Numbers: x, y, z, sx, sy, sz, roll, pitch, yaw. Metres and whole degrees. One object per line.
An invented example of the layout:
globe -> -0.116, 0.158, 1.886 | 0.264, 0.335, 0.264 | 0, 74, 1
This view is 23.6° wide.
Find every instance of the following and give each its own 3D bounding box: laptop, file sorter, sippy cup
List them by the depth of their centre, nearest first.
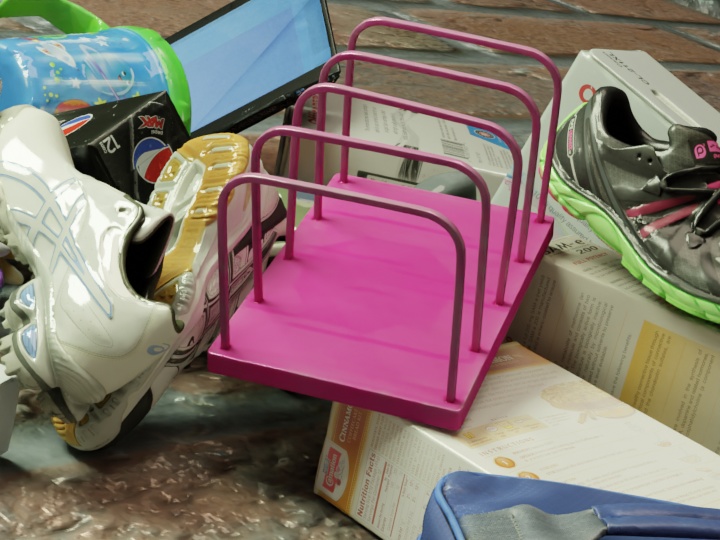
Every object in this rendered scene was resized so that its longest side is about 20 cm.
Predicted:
file sorter -> 0.019, -0.036, 0.924 | 0.138, 0.126, 0.200 | 12, 35, 15
sippy cup -> -0.211, -0.111, 1.225 | 0.130, 0.140, 0.177 | 0, 25, -46
laptop -> -0.117, -0.155, 1.358 | 0.176, 0.104, 0.200 | -25, 5, 23

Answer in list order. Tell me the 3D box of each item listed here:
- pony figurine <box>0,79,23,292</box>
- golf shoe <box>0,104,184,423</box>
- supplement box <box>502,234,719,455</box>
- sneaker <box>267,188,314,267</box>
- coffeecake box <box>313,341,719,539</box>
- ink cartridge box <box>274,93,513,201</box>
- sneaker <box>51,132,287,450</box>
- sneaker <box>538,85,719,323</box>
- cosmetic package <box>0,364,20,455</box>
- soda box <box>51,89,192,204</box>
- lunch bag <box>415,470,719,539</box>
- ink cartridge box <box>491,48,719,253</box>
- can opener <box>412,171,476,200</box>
pony figurine -> -0.286, -0.051, 0.995 | 0.199, 0.167, 0.193 | 31, -9, -4
golf shoe -> -0.140, -0.017, 0.904 | 0.078, 0.097, 0.201 | 53, 15, -53
supplement box -> 0.178, 0.074, 1.012 | 0.199, 0.127, 0.073 | 25, 22, 27
sneaker -> -0.092, -0.019, 1.079 | 0.199, 0.067, 0.090 | 2, 43, 23
coffeecake box -> 0.100, 0.118, 0.906 | 0.153, 0.074, 0.199 | -8, 29, -45
ink cartridge box -> 0.029, -0.078, 1.411 | 0.199, 0.085, 0.146 | 12, 19, -5
sneaker -> -0.093, 0.023, 0.947 | 0.075, 0.201, 0.088 | 8, -32, 38
sneaker -> 0.185, -0.035, 0.976 | 0.200, 0.084, 0.077 | 42, 27, 27
cosmetic package -> -0.287, 0.057, 0.826 | 0.199, 0.052, 0.151 | 19, 21, 14
soda box -> -0.186, -0.057, 1.063 | 0.199, 0.064, 0.071 | -5, 29, 48
lunch bag -> 0.115, 0.161, 0.700 | 0.199, 0.133, 0.136 | 10, 19, -13
ink cartridge box -> 0.165, -0.022, 1.117 | 0.146, 0.201, 0.083 | 45, 31, 26
can opener -> 0.000, 0.000, 1.101 | 0.052, 0.067, 0.200 | 24, 48, 30
